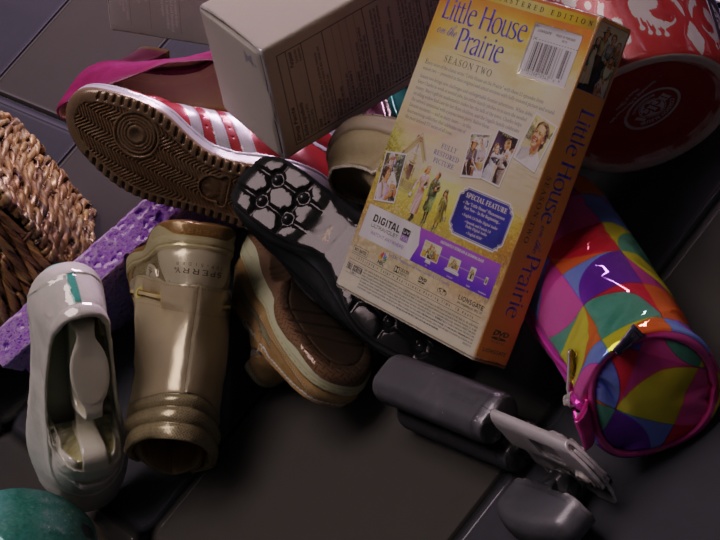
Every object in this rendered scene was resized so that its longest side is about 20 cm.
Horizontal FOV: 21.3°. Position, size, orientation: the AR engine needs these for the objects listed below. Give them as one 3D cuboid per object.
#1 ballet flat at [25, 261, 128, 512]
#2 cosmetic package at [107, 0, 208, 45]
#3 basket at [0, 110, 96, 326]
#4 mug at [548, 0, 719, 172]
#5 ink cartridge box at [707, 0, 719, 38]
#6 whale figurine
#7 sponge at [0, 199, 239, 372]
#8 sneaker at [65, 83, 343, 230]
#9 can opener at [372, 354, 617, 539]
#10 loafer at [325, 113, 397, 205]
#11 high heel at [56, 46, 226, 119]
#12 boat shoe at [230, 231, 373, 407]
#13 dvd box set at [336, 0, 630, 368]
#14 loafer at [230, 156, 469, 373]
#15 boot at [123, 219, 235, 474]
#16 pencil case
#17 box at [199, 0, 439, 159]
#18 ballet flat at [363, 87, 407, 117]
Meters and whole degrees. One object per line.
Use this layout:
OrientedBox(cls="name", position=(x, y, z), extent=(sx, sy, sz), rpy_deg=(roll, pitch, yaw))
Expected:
OrientedBox(cls="ballet flat", position=(-0.183, 0.091, 1.251), extent=(0.069, 0.202, 0.070), rpy_deg=(0, 32, 0))
OrientedBox(cls="cosmetic package", position=(-0.092, -0.231, 1.511), extent=(0.198, 0.091, 0.107), rpy_deg=(8, 33, 17))
OrientedBox(cls="basket", position=(-0.307, -0.023, 1.519), extent=(0.148, 0.143, 0.200), rpy_deg=(-36, 22, 9))
OrientedBox(cls="mug", position=(0.146, -0.158, 1.187), extent=(0.132, 0.178, 0.201), rpy_deg=(-8, 55, -10))
OrientedBox(cls="ink cartridge box", position=(0.145, -0.154, 1.301), extent=(0.199, 0.047, 0.199), rpy_deg=(-30, 37, 22))
OrientedBox(cls="whale figurine", position=(-0.229, 0.224, 1.214), extent=(0.158, 0.104, 0.201), rpy_deg=(-28, 36, 22))
OrientedBox(cls="sponge", position=(-0.175, 0.003, 1.415), extent=(0.200, 0.112, 0.030), rpy_deg=(-40, 75, 5))
OrientedBox(cls="sneaker", position=(-0.100, -0.093, 1.335), extent=(0.113, 0.198, 0.072), rpy_deg=(-67, 0, -55))
OrientedBox(cls="can opener", position=(0.067, 0.102, 1.083), extent=(0.067, 0.053, 0.199), rpy_deg=(-51, 32, -14))
OrientedBox(cls="loafer", position=(0.035, -0.056, 1.216), extent=(0.199, 0.075, 0.069), rpy_deg=(-3, 65, 59))
OrientedBox(cls="high heel", position=(-0.129, -0.124, 1.412), extent=(0.199, 0.068, 0.096), rpy_deg=(6, 33, 41))
OrientedBox(cls="boat shoe", position=(-0.045, 0.047, 1.268), extent=(0.077, 0.071, 0.200), rpy_deg=(-61, 23, 16))
OrientedBox(cls="dvd box set", position=(0.067, -0.061, 1.105), extent=(0.146, 0.029, 0.202), rpy_deg=(25, 97, 52))
OrientedBox(cls="loafer", position=(0.000, 0.000, 1.222), extent=(0.200, 0.070, 0.068), rpy_deg=(40, 85, 26))
OrientedBox(cls="boot", position=(-0.127, 0.062, 1.309), extent=(0.200, 0.072, 0.157), rpy_deg=(138, 137, -71))
OrientedBox(cls="pencil case", position=(0.131, 0.021, 1.076), extent=(0.088, 0.088, 0.200), rpy_deg=(-37, 30, 9))
OrientedBox(cls="box", position=(0.000, -0.171, 1.281), extent=(0.199, 0.096, 0.078), rpy_deg=(-31, 46, -21))
OrientedBox(cls="ballet flat", position=(0.018, -0.117, 1.386), extent=(0.071, 0.069, 0.201), rpy_deg=(-49, 28, 28))
